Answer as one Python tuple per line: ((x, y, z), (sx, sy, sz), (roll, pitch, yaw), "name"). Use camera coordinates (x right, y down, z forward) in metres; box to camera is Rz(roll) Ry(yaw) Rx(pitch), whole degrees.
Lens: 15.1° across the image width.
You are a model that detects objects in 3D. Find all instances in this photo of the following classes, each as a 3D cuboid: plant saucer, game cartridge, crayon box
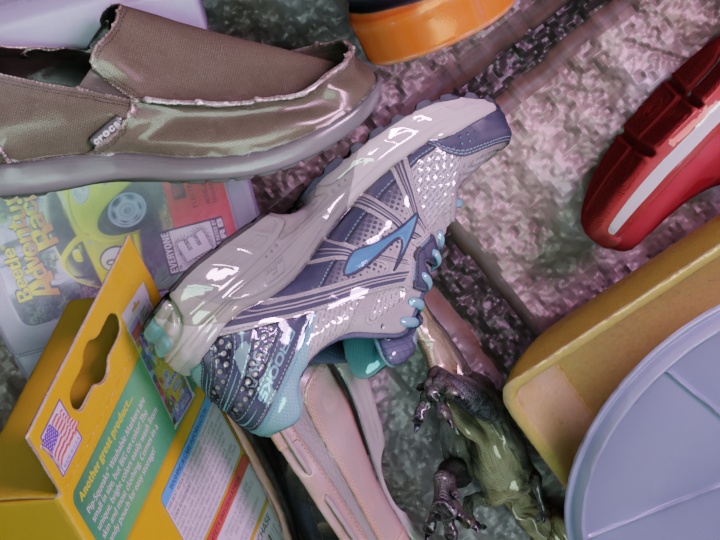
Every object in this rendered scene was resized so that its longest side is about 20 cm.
((0.177, 0.044, 1.227), (0.199, 0.049, 0.200), (-33, 131, 4), "plant saucer")
((-0.115, -0.035, 1.216), (0.132, 0.041, 0.201), (-14, 106, 3), "game cartridge")
((-0.100, 0.101, 1.177), (0.051, 0.126, 0.201), (-6, 129, 26), "crayon box")

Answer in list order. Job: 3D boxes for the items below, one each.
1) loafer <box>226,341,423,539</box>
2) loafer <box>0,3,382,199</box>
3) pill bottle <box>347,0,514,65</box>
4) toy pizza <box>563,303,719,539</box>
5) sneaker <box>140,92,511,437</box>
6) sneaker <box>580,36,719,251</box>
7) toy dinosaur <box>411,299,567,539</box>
((-0.014, 0.122, 1.225), (0.063, 0.072, 0.201), (-38, 118, -41), "loafer")
((-0.090, -0.076, 1.150), (0.199, 0.075, 0.070), (-8, 110, -2), "loafer")
((-0.002, -0.190, 1.146), (0.106, 0.106, 0.201), (-23, 106, 2), "pill bottle")
((0.179, 0.075, 1.201), (0.199, 0.032, 0.201), (-13, 131, -15), "toy pizza")
((0.000, 0.000, 1.179), (0.200, 0.078, 0.086), (-38, 87, -26), "sneaker")
((0.200, -0.060, 1.215), (0.115, 0.078, 0.200), (42, 99, -13), "sneaker")
((0.048, 0.069, 1.236), (0.047, 0.088, 0.201), (-18, 106, 24), "toy dinosaur")
